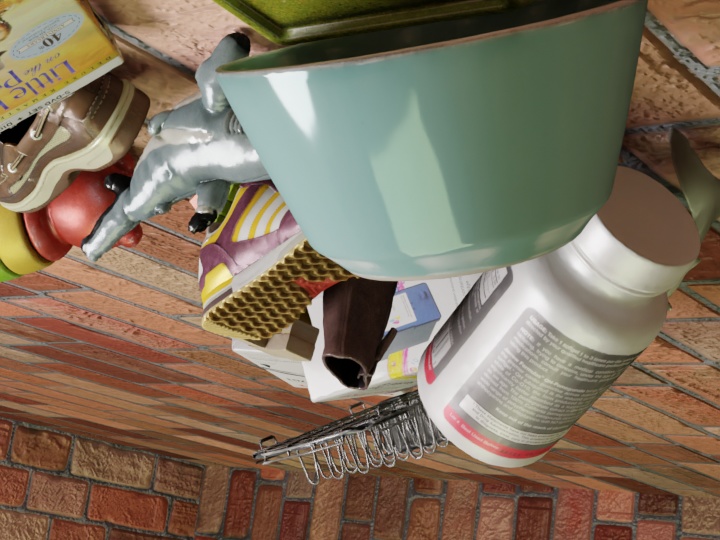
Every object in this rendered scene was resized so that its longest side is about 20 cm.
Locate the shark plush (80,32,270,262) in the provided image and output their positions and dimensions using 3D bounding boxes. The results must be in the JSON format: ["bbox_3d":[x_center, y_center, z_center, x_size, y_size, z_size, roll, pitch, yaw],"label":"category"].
[{"bbox_3d":[-0.101,-0.063,0.805,0.199,0.084,0.091,-24,151,15],"label":"shark plush"}]

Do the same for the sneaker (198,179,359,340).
[{"bbox_3d":[-0.031,-0.035,0.808,0.199,0.091,0.075,-30,146,34],"label":"sneaker"}]

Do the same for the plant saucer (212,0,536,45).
[{"bbox_3d":[-0.018,-0.154,0.581,0.199,0.048,0.199,-2,163,34],"label":"plant saucer"}]

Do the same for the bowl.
[{"bbox_3d":[0.040,-0.061,0.621,0.199,0.106,0.201,-11,-167,3],"label":"bowl"}]

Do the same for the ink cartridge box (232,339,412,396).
[{"bbox_3d":[-0.031,0.071,1.418,0.145,0.087,0.200,3,164,17],"label":"ink cartridge box"}]

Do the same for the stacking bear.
[{"bbox_3d":[-0.263,-0.046,1.041,0.198,0.122,0.114,-6,178,13],"label":"stacking bear"}]

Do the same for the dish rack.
[{"bbox_3d":[0.022,0.125,1.038,0.153,0.055,0.199,-23,174,40],"label":"dish rack"}]

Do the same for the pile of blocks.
[{"bbox_3d":[-0.076,-0.020,0.929,0.062,0.200,0.082,25,114,-35],"label":"pile of blocks"}]

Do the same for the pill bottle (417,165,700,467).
[{"bbox_3d":[0.126,0.029,0.861,0.110,0.111,0.200,13,135,-22],"label":"pill bottle"}]

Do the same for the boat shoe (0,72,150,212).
[{"bbox_3d":[-0.216,-0.097,0.899,0.075,0.075,0.202,31,150,-27],"label":"boat shoe"}]

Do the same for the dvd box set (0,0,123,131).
[{"bbox_3d":[-0.221,-0.124,0.696,0.146,0.030,0.200,-28,163,0],"label":"dvd box set"}]

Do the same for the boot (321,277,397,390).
[{"bbox_3d":[0.000,0.000,0.937,0.072,0.168,0.200,6,168,7],"label":"boot"}]

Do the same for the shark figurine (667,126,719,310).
[{"bbox_3d":[0.177,-0.008,0.914,0.089,0.129,0.215,20,163,-7],"label":"shark figurine"}]

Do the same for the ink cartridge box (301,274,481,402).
[{"bbox_3d":[0.066,0.038,1.064,0.199,0.088,0.145,-17,170,27],"label":"ink cartridge box"}]
